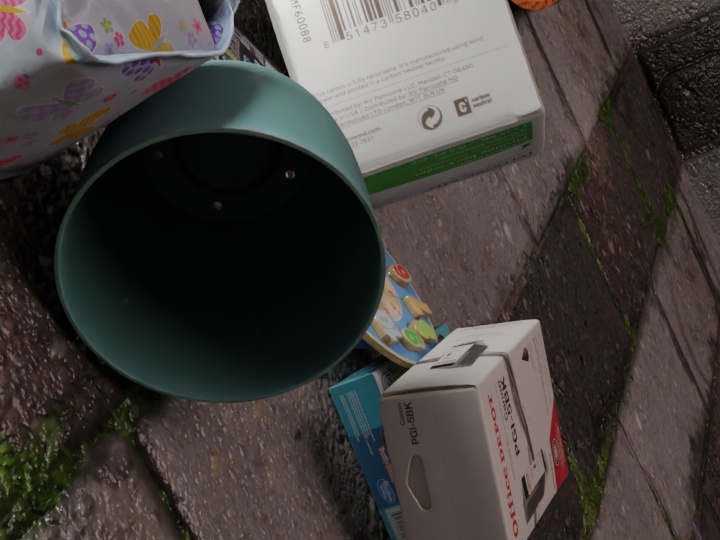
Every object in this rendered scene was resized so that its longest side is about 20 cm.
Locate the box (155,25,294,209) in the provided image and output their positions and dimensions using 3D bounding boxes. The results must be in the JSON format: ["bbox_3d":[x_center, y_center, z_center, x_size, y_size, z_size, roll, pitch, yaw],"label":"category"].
[{"bbox_3d":[-0.121,-0.138,1.110,0.200,0.049,0.162,42,31,-47],"label":"box"}]

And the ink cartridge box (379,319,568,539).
[{"bbox_3d":[0.097,0.136,1.156,0.200,0.082,0.148,-33,112,-66],"label":"ink cartridge box"}]

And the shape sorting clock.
[{"bbox_3d":[0.000,0.000,1.210,0.200,0.039,0.200,41,23,-21],"label":"shape sorting clock"}]

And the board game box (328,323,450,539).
[{"bbox_3d":[0.056,0.142,1.254,0.152,0.047,0.200,68,23,-2],"label":"board game box"}]

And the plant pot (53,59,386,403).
[{"bbox_3d":[-0.089,-0.043,0.927,0.201,0.200,0.161,53,17,-31],"label":"plant pot"}]

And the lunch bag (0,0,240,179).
[{"bbox_3d":[-0.182,-0.132,0.817,0.200,0.169,0.128,-16,82,-64],"label":"lunch bag"}]

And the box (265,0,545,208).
[{"bbox_3d":[0.043,-0.181,1.277,0.171,0.198,0.201,38,34,-81],"label":"box"}]

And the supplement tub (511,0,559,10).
[{"bbox_3d":[0.273,-0.478,2.189,0.123,0.122,0.200,58,25,-22],"label":"supplement tub"}]
